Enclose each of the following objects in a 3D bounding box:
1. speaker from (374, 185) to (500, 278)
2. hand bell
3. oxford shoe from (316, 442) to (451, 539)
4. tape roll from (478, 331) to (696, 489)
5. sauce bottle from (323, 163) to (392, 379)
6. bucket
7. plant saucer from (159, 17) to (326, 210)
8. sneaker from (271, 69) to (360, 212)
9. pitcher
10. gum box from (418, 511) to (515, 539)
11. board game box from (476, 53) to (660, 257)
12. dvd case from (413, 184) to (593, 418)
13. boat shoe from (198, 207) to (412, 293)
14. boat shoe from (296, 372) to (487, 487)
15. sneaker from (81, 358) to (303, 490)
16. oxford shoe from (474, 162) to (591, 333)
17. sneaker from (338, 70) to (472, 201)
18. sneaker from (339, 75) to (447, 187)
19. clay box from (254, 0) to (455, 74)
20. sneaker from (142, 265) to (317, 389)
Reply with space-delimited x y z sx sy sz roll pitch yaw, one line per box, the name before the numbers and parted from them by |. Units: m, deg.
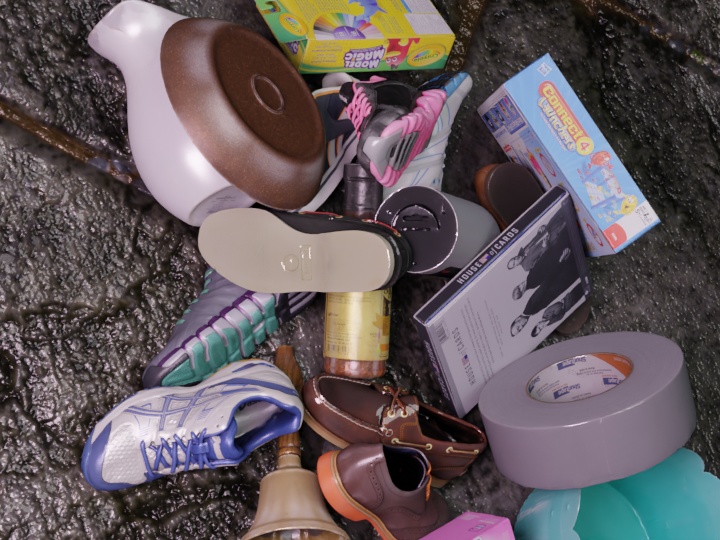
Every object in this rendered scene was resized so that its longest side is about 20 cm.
speaker | 0.077 -0.034 1.450 0.081 0.200 0.082 -1 88 16
hand bell | -0.067 0.161 1.389 0.103 0.104 0.201 10 56 -24
oxford shoe | 0.042 0.204 1.381 0.200 0.072 0.072 32 38 -53
tape roll | 0.215 0.129 1.440 0.200 0.200 0.067 -29 111 -32
sauce bottle | 0.000 0.000 1.438 0.066 0.066 0.202 1 96 -27
bucket | 0.255 0.271 1.475 0.206 0.135 0.209 9 70 -25
plant saucer | -0.093 -0.149 1.357 0.200 0.037 0.201 36 36 -32
sneaker | -0.049 -0.119 1.484 0.079 0.078 0.200 44 48 -13
pitcher | -0.147 -0.149 1.429 0.171 0.121 0.201 -9 65 -45
gum box | 0.103 0.338 1.388 0.113 0.066 0.201 -23 101 -31
board game box | 0.205 -0.110 1.541 0.056 0.200 0.196 -34 91 -3
dvd case | 0.144 0.032 1.483 0.200 0.025 0.151 -41 138 -18
boat shoe | -0.051 -0.016 1.367 0.063 0.200 0.074 -12 107 -65
boat shoe | 0.031 0.138 1.417 0.199 0.070 0.071 25 39 -34
sneaker | -0.144 0.139 1.316 0.199 0.088 0.076 -26 118 -16
oxford shoe | 0.179 -0.027 1.581 0.071 0.071 0.201 -31 106 -14
sneaker | 0.061 -0.123 1.554 0.087 0.075 0.200 48 63 -17
sneaker | 0.016 -0.140 1.417 0.095 0.079 0.200 29 20 4
clay box | -0.017 -0.252 1.537 0.199 0.048 0.115 -7 48 -28
sneaker | -0.134 0.041 1.404 0.200 0.075 0.087 -36 60 -26
